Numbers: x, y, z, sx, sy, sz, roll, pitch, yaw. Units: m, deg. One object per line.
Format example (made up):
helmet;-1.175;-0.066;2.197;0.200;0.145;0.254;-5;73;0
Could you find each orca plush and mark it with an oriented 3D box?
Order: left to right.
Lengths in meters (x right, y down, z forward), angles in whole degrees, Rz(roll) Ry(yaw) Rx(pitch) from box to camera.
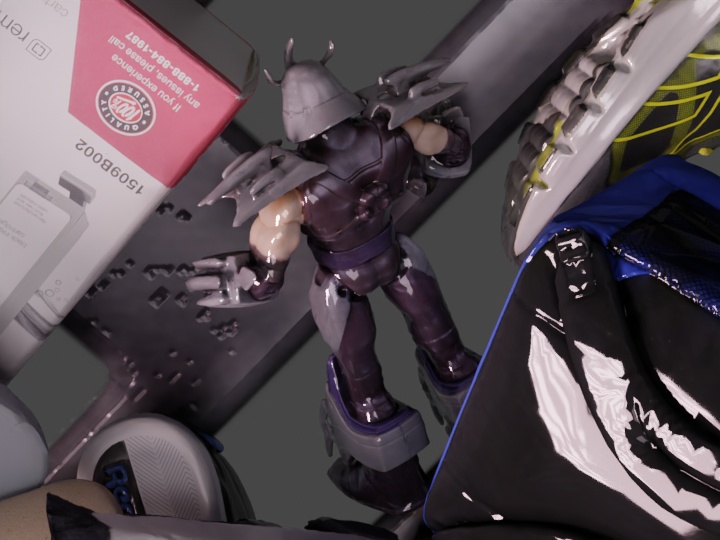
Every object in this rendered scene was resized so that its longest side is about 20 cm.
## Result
orca plush;-0.025;0.138;0.740;0.200;0.105;0.071;9;102;-37

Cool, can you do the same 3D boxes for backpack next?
backpack;0.155;0.065;0.723;0.200;0.168;0.163;34;130;23

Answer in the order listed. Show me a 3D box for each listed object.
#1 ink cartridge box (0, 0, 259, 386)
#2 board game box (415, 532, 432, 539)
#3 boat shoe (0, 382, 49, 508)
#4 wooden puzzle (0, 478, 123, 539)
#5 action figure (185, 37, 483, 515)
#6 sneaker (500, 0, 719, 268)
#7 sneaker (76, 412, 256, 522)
ink cartridge box;-0.157;-0.045;0.780;0.146;0.083;0.200;38;105;-12
board game box;0.056;0.220;0.901;0.120;0.032;0.200;15;109;-2
boat shoe;-0.202;0.023;0.729;0.200;0.091;0.071;28;112;-38
wooden puzzle;-0.141;0.193;0.713;0.185;0.046;0.200;-18;90;-25
action figure;0.000;0.000;0.789;0.130;0.069;0.200;-27;120;-15
sneaker;0.132;-0.070;0.775;0.085;0.074;0.200;35;106;-11
sneaker;-0.061;0.154;0.828;0.073;0.112;0.200;-8;88;5
